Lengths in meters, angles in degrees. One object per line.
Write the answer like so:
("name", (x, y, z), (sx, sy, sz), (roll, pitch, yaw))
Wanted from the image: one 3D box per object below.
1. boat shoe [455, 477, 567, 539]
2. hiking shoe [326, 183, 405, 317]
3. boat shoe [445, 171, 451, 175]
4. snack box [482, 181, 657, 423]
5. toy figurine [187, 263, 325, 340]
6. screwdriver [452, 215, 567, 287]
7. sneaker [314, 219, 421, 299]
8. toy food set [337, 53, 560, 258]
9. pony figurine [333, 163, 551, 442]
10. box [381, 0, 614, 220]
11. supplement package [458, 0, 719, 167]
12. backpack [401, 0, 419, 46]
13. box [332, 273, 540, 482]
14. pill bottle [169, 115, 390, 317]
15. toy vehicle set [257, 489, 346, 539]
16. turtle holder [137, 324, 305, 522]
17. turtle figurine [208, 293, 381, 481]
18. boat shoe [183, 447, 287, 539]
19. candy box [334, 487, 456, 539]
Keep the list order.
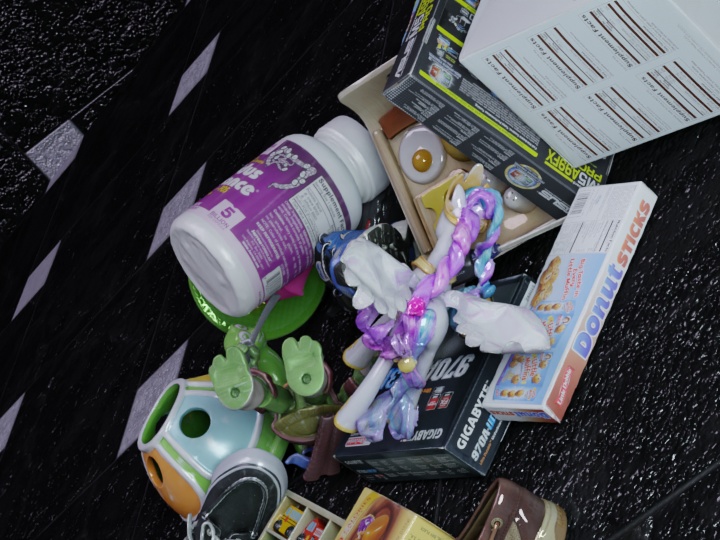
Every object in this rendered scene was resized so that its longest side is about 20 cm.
("boat shoe", (0.057, 0.226, 1.300), (0.200, 0.072, 0.072), (-51, 19, 17))
("hiking shoe", (0.015, -0.049, 1.851), (0.100, 0.075, 0.201), (-12, 48, 60))
("boat shoe", (0.114, -0.091, 1.661), (0.200, 0.084, 0.069), (-49, 21, 29))
("snack box", (0.160, 0.023, 1.430), (0.072, 0.024, 0.201), (-3, 56, 53))
("toy figurine", (-0.071, -0.023, 1.891), (0.199, 0.151, 0.184), (-34, 2, -12))
("screwdriver", (0.127, -0.027, 1.546), (0.199, 0.029, 0.028), (-30, -12, 28))
("sneaker", (0.000, 0.000, 1.671), (0.088, 0.079, 0.200), (-11, 1, 13))
("toy food set", (0.074, -0.096, 1.609), (0.143, 0.060, 0.201), (-30, 73, 27))
("pony figurine", (0.047, 0.033, 1.421), (0.193, 0.165, 0.201), (-81, 16, -63))
("box", (0.128, -0.157, 1.545), (0.044, 0.199, 0.161), (-31, 32, 53))
("supplement package", (0.216, -0.217, 1.462), (0.199, 0.147, 0.192), (-19, 40, 47))
("backpack", (0.154, -0.252, 1.746), (0.200, 0.134, 0.184), (-28, 34, 50))
("box", (0.070, 0.091, 1.530), (0.200, 0.046, 0.160), (-15, 44, 63))
("pill bottle", (-0.070, -0.056, 1.742), (0.200, 0.113, 0.112), (-38, 11, -22))
("toy vehicle set", (-0.054, 0.262, 1.595), (0.125, 0.026, 0.200), (-60, 18, -8))
("turtle holder", (-0.128, 0.153, 1.797), (0.186, 0.131, 0.141), (-56, 18, 3))
("turtle figurine", (-0.055, 0.073, 1.653), (0.201, 0.143, 0.194), (-66, -17, -3))
("boat shoe", (-0.129, 0.245, 1.715), (0.200, 0.073, 0.068), (-52, 14, 34))
("candy box", (-0.008, 0.272, 1.419), (0.201, 0.056, 0.117), (-58, 18, -6))
